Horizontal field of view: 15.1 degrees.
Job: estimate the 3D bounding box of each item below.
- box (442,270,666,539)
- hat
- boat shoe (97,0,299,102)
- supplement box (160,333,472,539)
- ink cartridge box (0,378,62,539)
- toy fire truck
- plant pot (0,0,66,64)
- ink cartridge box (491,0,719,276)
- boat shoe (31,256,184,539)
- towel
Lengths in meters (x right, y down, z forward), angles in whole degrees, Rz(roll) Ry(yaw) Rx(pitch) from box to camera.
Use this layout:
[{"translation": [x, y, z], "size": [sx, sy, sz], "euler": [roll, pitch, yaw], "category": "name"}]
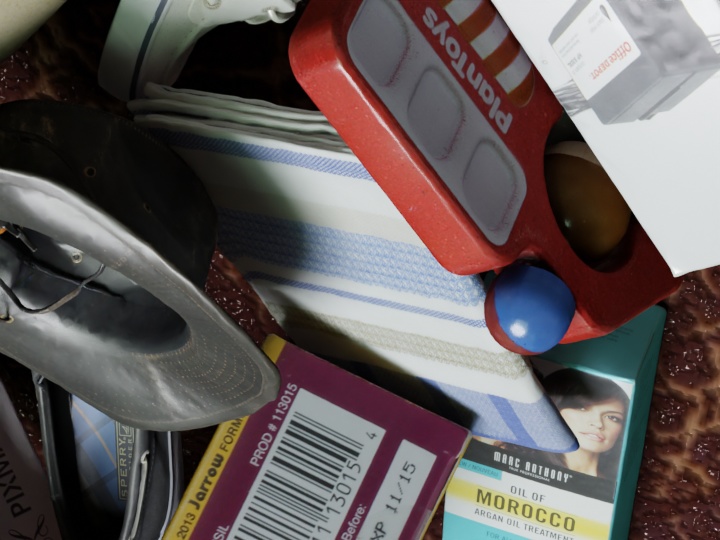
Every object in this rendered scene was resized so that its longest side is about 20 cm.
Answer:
[{"translation": [0.085, 0.090, 1.251], "size": [0.082, 0.049, 0.200], "euler": [16, 137, 13], "category": "box"}, {"translation": [-0.112, -0.017, 1.109], "size": [0.200, 0.081, 0.201], "euler": [19, 153, 10], "category": "hat"}, {"translation": [-0.046, -0.128, 1.090], "size": [0.070, 0.071, 0.200], "euler": [29, 134, -3], "category": "boat shoe"}, {"translation": [-0.032, 0.125, 1.233], "size": [0.103, 0.131, 0.200], "euler": [26, 166, 0], "category": "supplement box"}, {"translation": [-0.165, 0.109, 1.281], "size": [0.200, 0.045, 0.176], "euler": [63, 168, 5], "category": "ink cartridge box"}, {"translation": [0.058, -0.058, 1.026], "size": [0.112, 0.168, 0.200], "euler": [-15, 124, 37], "category": "toy fire truck"}, {"translation": [-0.174, -0.151, 1.067], "size": [0.200, 0.188, 0.187], "euler": [-23, 120, 26], "category": "plant pot"}, {"translation": [0.114, -0.123, 0.949], "size": [0.084, 0.145, 0.200], "euler": [-15, 124, 36], "category": "ink cartridge box"}, {"translation": [-0.124, 0.043, 1.247], "size": [0.070, 0.066, 0.201], "euler": [4, 106, 18], "category": "boat shoe"}, {"translation": [0.000, 0.000, 1.136], "size": [0.147, 0.024, 0.200], "euler": [12, 148, 40], "category": "towel"}]
